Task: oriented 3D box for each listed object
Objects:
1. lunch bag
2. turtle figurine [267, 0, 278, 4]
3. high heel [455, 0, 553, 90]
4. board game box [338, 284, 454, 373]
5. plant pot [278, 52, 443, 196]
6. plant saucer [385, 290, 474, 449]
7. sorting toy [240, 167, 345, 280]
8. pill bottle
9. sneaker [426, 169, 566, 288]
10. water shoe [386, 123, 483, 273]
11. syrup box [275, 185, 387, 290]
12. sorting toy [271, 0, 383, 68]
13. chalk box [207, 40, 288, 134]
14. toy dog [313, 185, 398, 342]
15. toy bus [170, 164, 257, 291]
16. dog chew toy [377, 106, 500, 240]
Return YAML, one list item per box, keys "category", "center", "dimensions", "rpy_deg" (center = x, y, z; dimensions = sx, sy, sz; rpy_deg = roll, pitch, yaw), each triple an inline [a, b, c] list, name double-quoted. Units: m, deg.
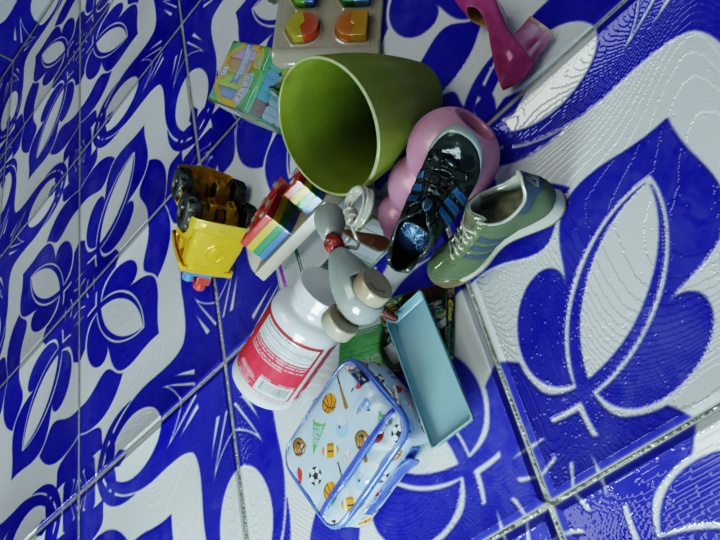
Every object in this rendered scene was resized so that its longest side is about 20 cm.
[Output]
- category: "lunch bag"
  center: [-0.002, 0.220, 1.070]
  dimensions: [0.201, 0.075, 0.160]
  rpy_deg: [-57, 47, 16]
- category: "turtle figurine"
  center: [-0.151, -0.539, 1.578]
  dimensions: [0.194, 0.143, 0.201]
  rpy_deg: [28, 90, 55]
- category: "high heel"
  center: [0.172, -0.324, 1.158]
  dimensions: [0.096, 0.067, 0.200]
  rpy_deg: [-48, 54, 6]
- category: "board game box"
  center: [0.045, 0.087, 1.132]
  dimensions: [0.199, 0.023, 0.106]
  rpy_deg: [-19, 60, 42]
- category: "plant pot"
  center: [0.021, -0.224, 1.165]
  dimensions: [0.186, 0.199, 0.189]
  rpy_deg: [24, 127, 36]
- category: "plant saucer"
  center: [0.086, 0.120, 1.039]
  dimensions: [0.070, 0.019, 0.201]
  rpy_deg: [-43, 43, 26]
- category: "sorting toy"
  center: [-0.094, -0.115, 1.284]
  dimensions: [0.200, 0.069, 0.199]
  rpy_deg: [-43, 17, 30]
- category: "pill bottle"
  center: [-0.094, 0.096, 1.194]
  dimensions: [0.201, 0.112, 0.113]
  rpy_deg: [-55, 39, 29]
- category: "sneaker"
  center: [0.145, -0.056, 1.021]
  dimensions: [0.199, 0.090, 0.068]
  rpy_deg: [-34, 49, 26]
- category: "water shoe"
  center: [0.090, -0.079, 1.012]
  dimensions: [0.079, 0.071, 0.201]
  rpy_deg: [-60, -6, -53]
- category: "syrup box"
  center: [-0.032, -0.030, 1.234]
  dimensions: [0.200, 0.078, 0.082]
  rpy_deg: [-44, 44, 26]
- category: "sorting toy"
  center: [-0.054, -0.438, 1.419]
  dimensions: [0.183, 0.037, 0.202]
  rpy_deg: [1, 69, 8]
- category: "chalk box"
  center: [-0.161, -0.321, 1.495]
  dimensions: [0.199, 0.124, 0.125]
  rpy_deg: [27, 93, 50]
- category: "toy dog"
  center: [0.000, 0.000, 1.103]
  dimensions: [0.131, 0.096, 0.202]
  rpy_deg: [-23, 58, 43]
- category: "toy bus"
  center: [-0.286, -0.070, 1.527]
  dimensions: [0.193, 0.135, 0.201]
  rpy_deg: [-64, 33, 28]
- category: "dog chew toy"
  center: [0.093, -0.116, 1.107]
  dimensions: [0.200, 0.124, 0.125]
  rpy_deg: [-53, 40, 29]
